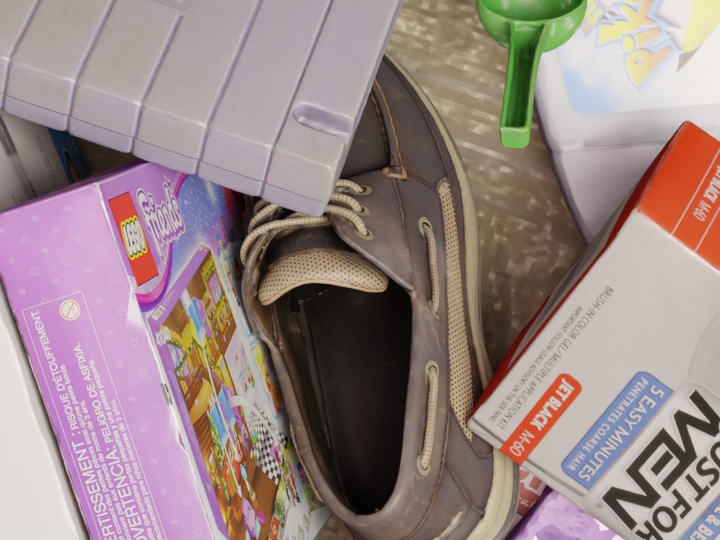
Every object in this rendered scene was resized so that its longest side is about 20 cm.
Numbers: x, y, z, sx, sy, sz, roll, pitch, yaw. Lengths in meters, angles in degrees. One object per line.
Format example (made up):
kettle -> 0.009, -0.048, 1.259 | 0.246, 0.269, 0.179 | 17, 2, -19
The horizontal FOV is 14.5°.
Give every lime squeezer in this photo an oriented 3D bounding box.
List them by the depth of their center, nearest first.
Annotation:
lime squeezer -> 0.053, -0.117, 0.916 | 0.038, 0.071, 0.200 | -3, 65, 20

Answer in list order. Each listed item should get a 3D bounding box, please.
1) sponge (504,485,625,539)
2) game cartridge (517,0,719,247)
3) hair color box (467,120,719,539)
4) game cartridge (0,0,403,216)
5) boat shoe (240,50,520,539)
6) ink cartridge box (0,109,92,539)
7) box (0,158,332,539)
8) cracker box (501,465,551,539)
sponge -> 0.051, 0.174, 0.933 | 0.112, 0.030, 0.200 | 38, 95, -2
game cartridge -> 0.118, -0.104, 0.960 | 0.133, 0.040, 0.200 | -5, 95, 7
hair color box -> 0.147, 0.059, 0.884 | 0.200, 0.064, 0.111 | 34, 129, 0
game cartridge -> -0.044, -0.114, 0.908 | 0.130, 0.038, 0.200 | 16, 51, 5
boat shoe -> 0.000, 0.000, 0.928 | 0.074, 0.073, 0.200 | -24, 70, 17
ink cartridge box -> -0.128, 0.025, 0.899 | 0.084, 0.200, 0.145 | -18, 94, 6
box -> -0.056, 0.032, 0.897 | 0.039, 0.200, 0.137 | -17, 94, 10
cracker box -> 0.054, 0.153, 0.974 | 0.134, 0.058, 0.200 | 31, 95, 0
